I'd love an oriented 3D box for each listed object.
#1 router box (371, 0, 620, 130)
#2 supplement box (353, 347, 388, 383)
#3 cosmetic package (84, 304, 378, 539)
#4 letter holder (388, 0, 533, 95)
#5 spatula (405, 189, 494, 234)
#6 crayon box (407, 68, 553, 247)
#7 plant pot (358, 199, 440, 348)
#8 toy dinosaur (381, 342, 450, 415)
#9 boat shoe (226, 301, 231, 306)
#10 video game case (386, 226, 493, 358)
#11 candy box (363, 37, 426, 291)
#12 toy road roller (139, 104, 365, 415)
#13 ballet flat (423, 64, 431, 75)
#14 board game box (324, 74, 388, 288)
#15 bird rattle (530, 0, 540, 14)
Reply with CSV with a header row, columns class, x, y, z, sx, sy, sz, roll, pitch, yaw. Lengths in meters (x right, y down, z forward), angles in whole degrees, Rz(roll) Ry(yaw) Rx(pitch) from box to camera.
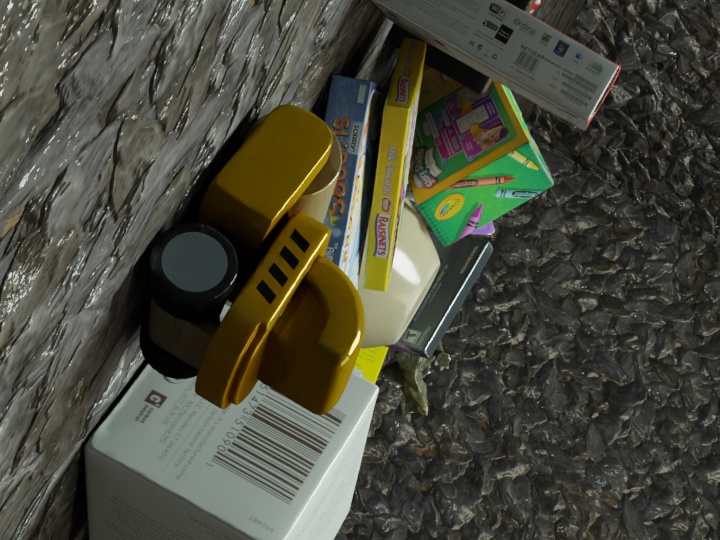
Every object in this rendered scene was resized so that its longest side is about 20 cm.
class,x,y,z,sx,sy,sz,roll,pitch,yaw
router box,0.107,-0.184,1.226,0.049,0.199,0.179,-60,176,6
supplement box,-0.033,0.098,1.711,0.109,0.109,0.201,113,-1,-53
cosmetic package,-0.102,0.163,1.193,0.165,0.164,0.201,-55,166,-36
letter holder,0.125,-0.281,1.408,0.201,0.100,0.142,-62,176,19
spatula,0.043,-0.070,1.473,0.021,0.199,0.057,-48,-136,34
crayon box,0.097,-0.124,1.453,0.118,0.058,0.201,-29,-144,11
plant pot,0.000,0.000,1.528,0.201,0.134,0.200,-59,175,-9
toy dinosaur,0.069,0.061,1.741,0.102,0.076,0.202,173,-70,-69
boat shoe,-0.075,0.029,1.348,0.200,0.065,0.073,-53,171,-53
video game case,0.026,0.011,1.628,0.144,0.199,0.019,-58,139,-22
candy box,0.029,-0.089,1.333,0.103,0.026,0.201,-79,177,-48
toy road roller,-0.051,0.005,1.037,0.201,0.145,0.123,-57,174,-30
ballet flat,0.055,-0.138,1.596,0.068,0.067,0.201,-90,-161,-46
board game box,-0.015,-0.058,1.292,0.135,0.034,0.202,-23,123,-81
bird rattle,0.121,-0.223,1.705,0.163,0.112,0.201,-24,144,-52
